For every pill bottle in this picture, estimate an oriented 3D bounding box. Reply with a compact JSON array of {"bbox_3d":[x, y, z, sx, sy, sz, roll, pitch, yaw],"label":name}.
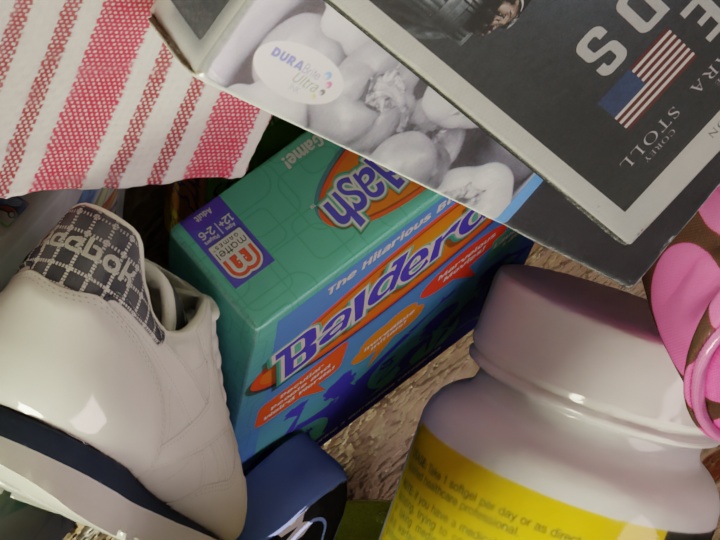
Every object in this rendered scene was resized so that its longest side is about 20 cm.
[{"bbox_3d":[0.061,0.107,0.894,0.114,0.114,0.201,3,108,-59],"label":"pill bottle"}]

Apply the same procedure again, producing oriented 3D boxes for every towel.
[{"bbox_3d":[-0.081,-0.083,0.632,0.199,0.030,0.147,-6,132,-43],"label":"towel"}]

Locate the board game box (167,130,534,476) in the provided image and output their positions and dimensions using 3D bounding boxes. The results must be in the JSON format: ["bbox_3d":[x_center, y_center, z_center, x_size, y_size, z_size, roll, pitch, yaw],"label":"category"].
[{"bbox_3d":[0.000,0.000,0.851,0.152,0.045,0.200,-37,166,-20],"label":"board game box"}]

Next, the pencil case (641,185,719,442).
[{"bbox_3d":[0.114,-0.046,0.834,0.090,0.201,0.094,-28,143,9],"label":"pencil case"}]

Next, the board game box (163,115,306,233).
[{"bbox_3d":[-0.015,-0.090,0.758,0.095,0.030,0.201,-34,155,-27],"label":"board game box"}]

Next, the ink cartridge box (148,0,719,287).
[{"bbox_3d":[0.072,-0.106,0.682,0.198,0.043,0.200,23,109,-45],"label":"ink cartridge box"}]

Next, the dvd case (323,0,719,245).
[{"bbox_3d":[0.063,-0.105,0.626,0.150,0.025,0.200,-47,136,8],"label":"dvd case"}]

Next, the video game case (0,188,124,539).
[{"bbox_3d":[-0.129,0.068,0.753,0.183,0.022,0.201,-53,163,-37],"label":"video game case"}]

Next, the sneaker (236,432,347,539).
[{"bbox_3d":[-0.046,0.156,0.886,0.201,0.078,0.070,-60,166,14],"label":"sneaker"}]

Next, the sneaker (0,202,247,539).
[{"bbox_3d":[-0.066,0.041,0.753,0.200,0.076,0.081,62,47,-77],"label":"sneaker"}]

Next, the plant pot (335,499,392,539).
[{"bbox_3d":[0.006,0.207,1.070,0.200,0.200,0.194,-33,141,-25],"label":"plant pot"}]
